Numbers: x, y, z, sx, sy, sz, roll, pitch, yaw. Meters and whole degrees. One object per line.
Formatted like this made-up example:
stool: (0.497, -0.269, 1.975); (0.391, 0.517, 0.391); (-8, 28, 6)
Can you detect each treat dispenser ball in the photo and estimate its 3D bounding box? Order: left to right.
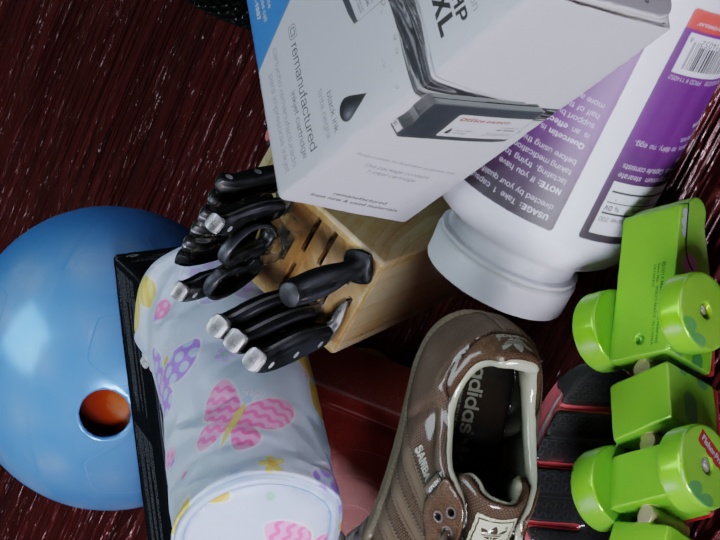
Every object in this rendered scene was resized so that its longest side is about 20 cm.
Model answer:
treat dispenser ball: (-0.166, 0.058, 1.446); (0.201, 0.200, 0.202); (-38, 45, 51)

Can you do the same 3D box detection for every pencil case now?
pencil case: (-0.067, 0.070, 1.115); (0.201, 0.090, 0.083); (-108, -2, -50)

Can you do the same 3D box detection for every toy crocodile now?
toy crocodile: (0.140, 0.061, 1.003); (0.067, 0.062, 0.201); (-20, 56, 41)

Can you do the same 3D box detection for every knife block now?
knife block: (0.000, 0.000, 1.127); (0.064, 0.199, 0.176); (-58, 25, 31)

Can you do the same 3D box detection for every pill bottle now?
pill bottle: (0.107, -0.080, 1.070); (0.201, 0.112, 0.113); (-64, 29, 22)

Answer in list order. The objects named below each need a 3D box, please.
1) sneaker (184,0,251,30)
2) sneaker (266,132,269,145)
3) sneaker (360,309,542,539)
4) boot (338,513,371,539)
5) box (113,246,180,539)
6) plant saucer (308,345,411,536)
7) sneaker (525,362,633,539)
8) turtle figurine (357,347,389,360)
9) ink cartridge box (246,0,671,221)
sneaker: (-0.061, -0.223, 1.535); (0.199, 0.078, 0.086); (-10, 61, 52)
sneaker: (0.000, -0.099, 1.321); (0.200, 0.073, 0.087); (29, 102, 63)
sneaker: (0.042, 0.119, 0.988); (0.076, 0.070, 0.202); (-162, 78, -74)
boot: (0.009, 0.141, 1.080); (0.095, 0.073, 0.202); (9, 91, 24)
box: (-0.091, 0.093, 1.291); (0.141, 0.078, 0.202); (-144, 47, -76)
plant saucer: (0.001, 0.150, 1.157); (0.199, 0.037, 0.201); (19, 94, 36)
sneaker: (0.085, 0.141, 1.052); (0.087, 0.073, 0.202); (1, 79, 65)
turtle figurine: (-0.011, 0.085, 1.255); (0.201, 0.064, 0.161); (66, 156, 12)
ink cartridge box: (0.038, -0.134, 1.009); (0.200, 0.084, 0.146); (-36, 56, 45)
